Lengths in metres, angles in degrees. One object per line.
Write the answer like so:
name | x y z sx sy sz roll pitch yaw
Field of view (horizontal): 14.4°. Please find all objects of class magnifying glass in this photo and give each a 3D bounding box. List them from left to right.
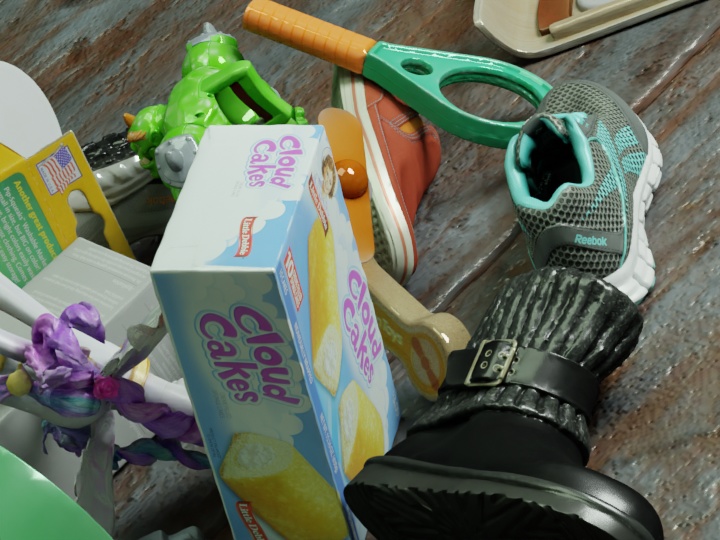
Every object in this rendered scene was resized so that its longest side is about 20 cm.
magnifying glass | 0.025 -0.119 1.682 0.200 0.022 0.080 20 32 13

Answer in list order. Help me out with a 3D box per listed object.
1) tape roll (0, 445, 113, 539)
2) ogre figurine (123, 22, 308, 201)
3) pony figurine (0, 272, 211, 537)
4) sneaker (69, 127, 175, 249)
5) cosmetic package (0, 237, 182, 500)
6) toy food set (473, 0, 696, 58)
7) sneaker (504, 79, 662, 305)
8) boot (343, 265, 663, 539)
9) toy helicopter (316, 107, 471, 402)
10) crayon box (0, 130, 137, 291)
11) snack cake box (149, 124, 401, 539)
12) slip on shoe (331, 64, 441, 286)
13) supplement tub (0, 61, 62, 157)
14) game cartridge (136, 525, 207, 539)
tape roll | -0.182 0.147 1.355 0.200 0.201 0.048 5 48 46
ogre figurine | -0.076 -0.067 1.710 0.098 0.120 0.200 -6 39 37
pony figurine | -0.146 0.060 1.492 0.193 0.200 0.167 -41 -28 -77
sneaker | -0.200 -0.019 1.767 0.200 0.079 0.074 -21 20 -5
cosmetic package | -0.188 0.081 1.637 0.200 0.090 0.107 -45 33 -15
toy food set | 0.169 -0.217 1.760 0.200 0.060 0.144 -19 33 22
sneaker | 0.117 -0.058 1.552 0.078 0.091 0.200 -22 32 14
boot | 0.100 0.076 1.388 0.211 0.079 0.158 12 52 50
toy helicopter | 0.000 0.000 1.558 0.079 0.132 0.200 -13 38 -35
crayon box | -0.237 0.013 1.688 0.200 0.126 0.052 -34 30 -17
snack cake box | -0.039 0.038 1.441 0.067 0.200 0.115 0 41 18
slip on shoe | 0.019 -0.065 1.678 0.061 0.074 0.200 1 38 -6
supplement tub | -0.309 -0.062 1.887 0.200 0.145 0.145 -9 38 33
game cartridge | -0.133 0.220 1.437 0.133 0.040 0.200 -22 32 10
